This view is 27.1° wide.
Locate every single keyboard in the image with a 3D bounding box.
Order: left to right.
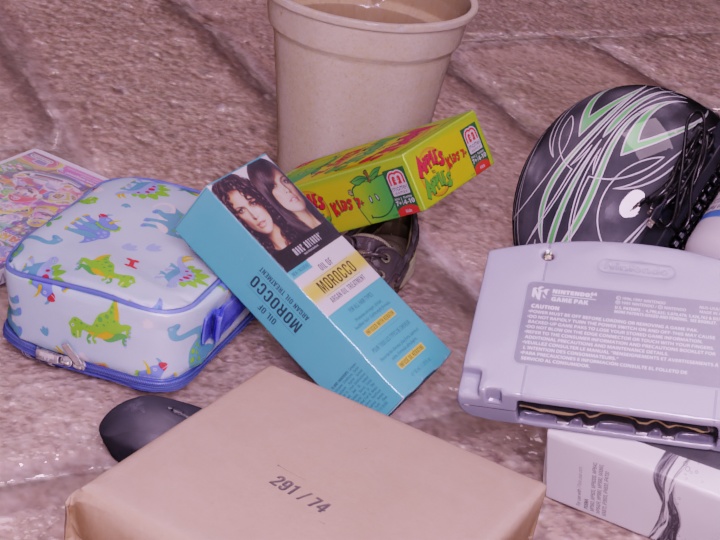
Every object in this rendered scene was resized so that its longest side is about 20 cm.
[{"bbox_3d":[0.256,-0.036,1.117,0.104,0.201,0.039,40,-14,-26],"label":"keyboard"}]

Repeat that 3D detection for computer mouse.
[{"bbox_3d":[-0.073,0.114,0.967,0.197,0.034,0.059,10,26,2],"label":"computer mouse"}]

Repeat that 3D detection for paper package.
[{"bbox_3d":[-0.027,0.157,0.819,0.198,0.105,0.190,21,30,25],"label":"paper package"}]

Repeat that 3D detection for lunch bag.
[{"bbox_3d":[-0.156,0.008,1.096,0.159,0.083,0.200,14,27,14],"label":"lunch bag"}]

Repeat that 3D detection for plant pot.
[{"bbox_3d":[-0.003,-0.170,1.374,0.197,0.186,0.201,7,26,-3],"label":"plant pot"}]

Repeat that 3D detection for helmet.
[{"bbox_3d":[0.219,-0.051,1.222,0.199,0.202,0.189,32,18,39],"label":"helmet"}]

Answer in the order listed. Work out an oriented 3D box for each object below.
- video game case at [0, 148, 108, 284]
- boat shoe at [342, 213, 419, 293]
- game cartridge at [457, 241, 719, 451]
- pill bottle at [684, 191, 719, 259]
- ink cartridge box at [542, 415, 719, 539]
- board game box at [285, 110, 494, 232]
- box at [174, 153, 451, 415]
[{"bbox_3d":[-0.287,-0.047,1.237,0.142,0.018,0.199,23,30,25],"label":"video game case"},{"bbox_3d":[0.000,0.000,1.175,0.072,0.066,0.200,14,28,8],"label":"boat shoe"},{"bbox_3d":[0.169,0.043,0.945,0.197,0.041,0.135,7,56,13],"label":"game cartridge"},{"bbox_3d":[0.303,-0.023,1.074,0.112,0.113,0.201,26,72,33],"label":"pill bottle"},{"bbox_3d":[0.233,0.104,0.964,0.198,0.084,0.145,18,55,21],"label":"ink cartridge box"},{"bbox_3d":[-0.001,-0.069,1.208,0.199,0.048,0.101,-13,14,44],"label":"board game box"},{"bbox_3d":[-0.032,0.014,1.054,0.200,0.049,0.082,47,35,5],"label":"box"}]
